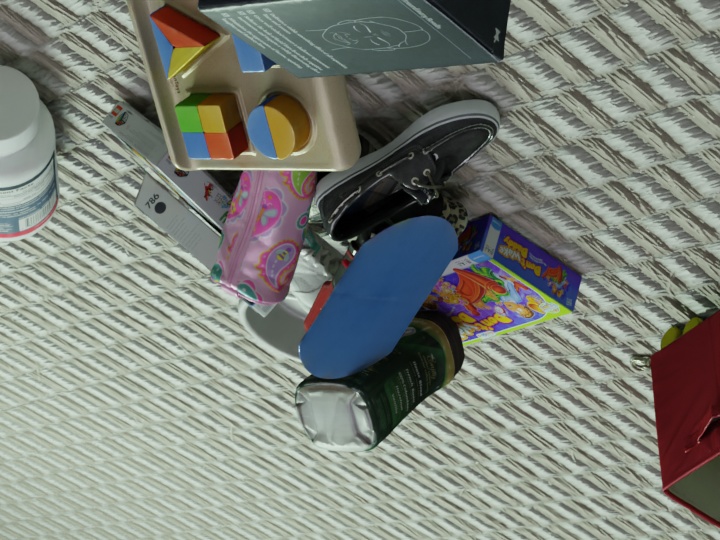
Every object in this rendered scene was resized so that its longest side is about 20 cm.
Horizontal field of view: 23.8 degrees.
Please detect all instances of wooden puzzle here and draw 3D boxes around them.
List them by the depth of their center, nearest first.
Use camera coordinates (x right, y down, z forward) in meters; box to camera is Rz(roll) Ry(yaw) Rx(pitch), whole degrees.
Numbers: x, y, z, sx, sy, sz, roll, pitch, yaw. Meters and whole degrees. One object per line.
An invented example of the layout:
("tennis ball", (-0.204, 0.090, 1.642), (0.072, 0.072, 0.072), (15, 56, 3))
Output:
("wooden puzzle", (-0.111, -0.171, 1.534), (0.198, 0.046, 0.187), (0, 117, 29))

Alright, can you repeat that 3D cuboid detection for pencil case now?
("pencil case", (-0.085, -0.071, 1.644), (0.087, 0.088, 0.202), (17, 110, 2))

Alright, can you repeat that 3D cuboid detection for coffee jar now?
("coffee jar", (0.025, 0.113, 1.813), (0.104, 0.200, 0.086), (-1, 112, 37))

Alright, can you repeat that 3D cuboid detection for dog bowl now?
("dog bowl", (-0.053, 0.050, 1.991), (0.198, 0.059, 0.201), (14, 153, 7))

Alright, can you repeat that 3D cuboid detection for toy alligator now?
("toy alligator", (0.345, 0.098, 1.825), (0.059, 0.055, 0.200), (27, 152, -16))

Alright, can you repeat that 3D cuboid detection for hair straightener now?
("hair straightener", (0.000, 0.000, 1.727), (0.041, 0.076, 0.201), (52, 145, 26))

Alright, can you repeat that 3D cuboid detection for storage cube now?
("storage cube", (0.406, 0.144, 1.679), (0.199, 0.181, 0.171), (32, 128, -23))

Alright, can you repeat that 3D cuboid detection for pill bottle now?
("pill bottle", (-0.379, -0.126, 1.802), (0.118, 0.120, 0.200), (18, 153, 1))

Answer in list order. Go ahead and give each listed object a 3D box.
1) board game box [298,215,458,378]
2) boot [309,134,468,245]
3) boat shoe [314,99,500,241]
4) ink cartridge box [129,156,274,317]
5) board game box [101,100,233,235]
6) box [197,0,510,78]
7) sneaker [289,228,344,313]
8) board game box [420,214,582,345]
("board game box", (0.007, 0.016, 1.673), (0.039, 0.201, 0.157), (44, -157, 30))
("boot", (-0.001, -0.059, 1.737), (0.153, 0.074, 0.203), (29, 153, -25))
("boat shoe", (0.045, -0.087, 1.583), (0.199, 0.067, 0.070), (-25, 142, 18))
("ink cartridge box", (-0.172, -0.035, 1.804), (0.200, 0.039, 0.099), (41, 178, 20))
("board game box", (-0.172, -0.086, 1.774), (0.126, 0.035, 0.200), (38, 174, 48))
("box", (-0.001, -0.231, 1.335), (0.198, 0.108, 0.148), (1, 164, 33))
("sneaker", (-0.052, -0.010, 1.833), (0.199, 0.075, 0.089), (24, 139, 29))
("board game box", (0.120, 0.015, 1.826), (0.134, 0.045, 0.199), (32, 151, -25))
